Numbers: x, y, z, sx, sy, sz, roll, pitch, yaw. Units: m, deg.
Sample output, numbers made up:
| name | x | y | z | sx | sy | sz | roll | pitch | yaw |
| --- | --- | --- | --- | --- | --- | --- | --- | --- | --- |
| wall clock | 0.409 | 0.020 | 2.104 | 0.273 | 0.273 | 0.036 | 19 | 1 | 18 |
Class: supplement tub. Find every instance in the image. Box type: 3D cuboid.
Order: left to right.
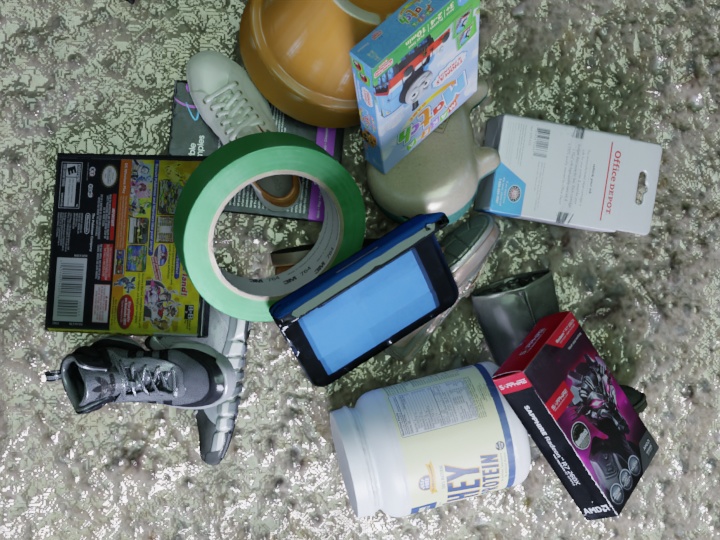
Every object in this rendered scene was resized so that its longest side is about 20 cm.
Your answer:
| name | x | y | z | sx | sy | sz | roll | pitch | yaw |
| --- | --- | --- | --- | --- | --- | --- | --- | --- | --- |
| supplement tub | 0.076 | 0.194 | 1.222 | 0.200 | 0.145 | 0.145 | -14 | 93 | -8 |

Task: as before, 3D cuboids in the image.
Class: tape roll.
| name | x | y | z | sx | sy | sz | roll | pitch | yaw |
| --- | --- | --- | --- | --- | --- | --- | --- | --- | --- |
| tape roll | -0.095 | -0.045 | 1.140 | 0.200 | 0.048 | 0.201 | -10 | 119 | -19 |

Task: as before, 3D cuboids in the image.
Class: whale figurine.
| name | x | y | z | sx | sy | sz | roll | pitch | yaw |
| --- | --- | --- | --- | --- | --- | --- | --- | --- | --- |
| whale figurine | 0.086 | -0.136 | 1.251 | 0.159 | 0.104 | 0.200 | 14 | 65 | 14 |

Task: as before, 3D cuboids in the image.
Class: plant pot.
| name | x | y | z | sx | sy | sz | roll | pitch | yaw |
| --- | --- | --- | --- | --- | --- | --- | --- | --- | --- |
| plant pot | -0.013 | -0.278 | 1.154 | 0.200 | 0.183 | 0.200 | 5 | 74 | -18 |

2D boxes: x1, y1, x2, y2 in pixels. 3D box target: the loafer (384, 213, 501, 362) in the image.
| name | x | y | z | sx | sy | sz | roll | pitch | yaw |
| --- | --- | --- | --- | --- | --- | --- | --- | --- | --- |
| loafer | 0.095 | 0.022 | 1.268 | 0.200 | 0.072 | 0.063 | -46 | 115 | 1 |

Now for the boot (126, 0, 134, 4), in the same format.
| name | x | y | z | sx | sy | sz | roll | pitch | yaw |
| --- | --- | --- | --- | --- | --- | --- | --- | --- | --- |
| boot | -0.273 | -0.408 | 1.199 | 0.131 | 0.068 | 0.200 | -34 | 94 | -1 |

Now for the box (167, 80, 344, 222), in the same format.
| name | x | y | z | sx | sy | sz | roll | pitch | yaw |
| --- | --- | --- | --- | --- | --- | --- | --- | --- | --- |
| box | -0.121 | -0.135 | 1.240 | 0.200 | 0.036 | 0.143 | 6 | 89 | -10 |

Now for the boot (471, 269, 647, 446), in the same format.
| name | x | y | z | sx | sy | sz | roll | pitch | yaw |
| --- | --- | --- | --- | --- | --- | --- | --- | --- | --- |
| boot | 0.237 | 0.095 | 1.279 | 0.182 | 0.073 | 0.200 | -14 | 95 | -8 |

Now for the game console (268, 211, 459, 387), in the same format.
| name | x | y | z | sx | sy | sz | roll | pitch | yaw |
| --- | --- | --- | --- | --- | --- | --- | --- | --- | --- |
| game console | 0.017 | 0.037 | 1.139 | 0.200 | 0.171 | 0.118 | -33 | 96 | -7 |

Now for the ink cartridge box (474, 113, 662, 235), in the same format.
| name | x | y | z | sx | sy | sz | roll | pitch | yaw |
| --- | --- | --- | --- | --- | --- | --- | --- | --- | --- |
| ink cartridge box | 0.245 | -0.110 | 1.281 | 0.200 | 0.067 | 0.116 | 9 | 90 | -11 |

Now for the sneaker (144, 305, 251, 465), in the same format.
| name | x | y | z | sx | sy | sz | roll | pitch | yaw |
| --- | --- | --- | --- | --- | --- | --- | --- | --- | --- |
| sneaker | -0.190 | 0.114 | 1.222 | 0.115 | 0.075 | 0.200 | 9 | 83 | -1 |

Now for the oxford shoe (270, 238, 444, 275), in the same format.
| name | x | y | z | sx | sy | sz | roll | pitch | yaw |
| --- | --- | --- | --- | --- | --- | --- | --- | --- | --- |
| oxford shoe | 0.000 | 0.000 | 1.248 | 0.200 | 0.071 | 0.071 | -7 | 97 | 2 |

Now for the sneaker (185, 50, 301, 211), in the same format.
| name | x | y | z | sx | sy | sz | roll | pitch | yaw |
| --- | --- | --- | --- | --- | --- | --- | --- | --- | --- |
| sneaker | -0.122 | -0.159 | 1.180 | 0.073 | 0.085 | 0.200 | -34 | 94 | -5 |

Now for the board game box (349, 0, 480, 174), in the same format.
| name | x | y | z | sx | sy | sz | roll | pitch | yaw |
| --- | --- | --- | --- | --- | --- | --- | --- | --- | --- |
| board game box | 0.061 | -0.205 | 1.116 | 0.151 | 0.200 | 0.037 | -43 | 70 | -14 |

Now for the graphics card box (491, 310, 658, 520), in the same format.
| name | x | y | z | sx | sy | sz | roll | pitch | yaw |
| --- | --- | --- | --- | --- | --- | --- | --- | --- | --- |
| graphics card box | 0.241 | 0.159 | 1.194 | 0.125 | 0.051 | 0.200 | -42 | 103 | -43 |

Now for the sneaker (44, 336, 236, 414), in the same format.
| name | x | y | z | sx | sy | sz | roll | pitch | yaw |
| --- | --- | --- | --- | --- | --- | --- | --- | --- | --- |
| sneaker | -0.237 | 0.118 | 1.144 | 0.200 | 0.114 | 0.076 | 5 | 101 | 28 |

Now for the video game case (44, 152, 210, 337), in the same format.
| name | x | y | z | sx | sy | sz | roll | pitch | yaw |
| --- | --- | --- | --- | --- | --- | --- | --- | --- | --- |
| video game case | -0.253 | -0.028 | 1.194 | 0.181 | 0.026 | 0.200 | 2 | 85 | 7 |
